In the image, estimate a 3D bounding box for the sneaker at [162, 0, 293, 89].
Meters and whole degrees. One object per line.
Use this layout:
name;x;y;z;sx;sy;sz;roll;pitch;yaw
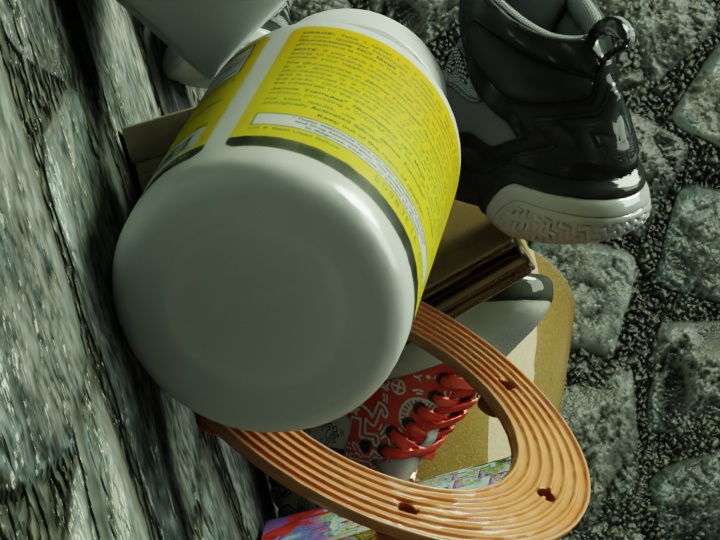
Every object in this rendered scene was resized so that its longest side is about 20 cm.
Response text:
sneaker;-0.068;-0.159;1.290;0.200;0.075;0.114;-145;-119;-85

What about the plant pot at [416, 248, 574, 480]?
plant pot;0.034;0.107;1.325;0.187;0.186;0.201;71;17;-56

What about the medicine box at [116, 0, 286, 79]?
medicine box;-0.044;-0.209;0.995;0.103;0.182;0.200;40;15;-22

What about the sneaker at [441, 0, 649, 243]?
sneaker;0.046;-0.086;1.039;0.075;0.200;0.114;-20;118;-47

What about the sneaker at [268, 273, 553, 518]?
sneaker;0.027;0.078;1.143;0.067;0.201;0.108;8;65;-45

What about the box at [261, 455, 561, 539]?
box;0.022;0.132;1.019;0.200;0.136;0.039;-80;156;-84

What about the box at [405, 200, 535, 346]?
box;0.000;0.000;1.139;0.021;0.163;0.200;57;8;-19

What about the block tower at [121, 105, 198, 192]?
block tower;-0.070;-0.046;1.096;0.200;0.058;0.054;53;21;-89

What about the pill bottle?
pill bottle;-0.020;-0.030;0.908;0.200;0.112;0.113;-68;144;-61

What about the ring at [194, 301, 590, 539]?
ring;0.003;0.055;0.950;0.019;0.200;0.201;-62;-161;24
